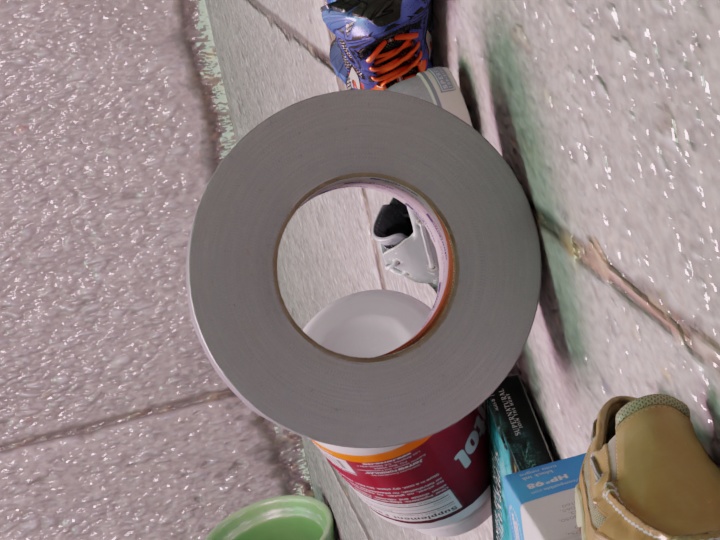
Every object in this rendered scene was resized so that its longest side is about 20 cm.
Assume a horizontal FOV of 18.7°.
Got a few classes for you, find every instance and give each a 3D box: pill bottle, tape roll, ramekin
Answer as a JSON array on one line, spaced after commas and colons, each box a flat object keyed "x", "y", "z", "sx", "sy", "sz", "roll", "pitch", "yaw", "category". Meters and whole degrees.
[{"x": 0.032, "y": 0.102, "z": 1.447, "sx": 0.200, "sy": 0.113, "sz": 0.113, "roll": 56, "pitch": -166, "yaw": -58, "category": "pill bottle"}, {"x": 0.000, "y": 0.000, "z": 1.246, "sx": 0.066, "sy": 0.200, "sz": 0.201, "roll": 159, "pitch": 98, "yaw": -84, "category": "tape roll"}, {"x": -0.121, "y": 0.419, "z": 3.126, "sx": 0.200, "sy": 0.200, "sz": 0.098, "roll": -118, "pitch": 8, "yaw": -64, "category": "ramekin"}]

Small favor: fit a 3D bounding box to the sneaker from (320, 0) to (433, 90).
[{"x": 0.023, "y": -0.135, "z": 1.397, "sx": 0.200, "sy": 0.075, "sz": 0.079, "roll": 68, "pitch": 178, "yaw": -81, "category": "sneaker"}]

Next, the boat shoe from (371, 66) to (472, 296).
[{"x": 0.040, "y": -0.034, "z": 1.384, "sx": 0.070, "sy": 0.071, "sz": 0.201, "roll": -115, "pitch": 12, "yaw": -56, "category": "boat shoe"}]

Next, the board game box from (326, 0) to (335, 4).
[{"x": -0.026, "y": -0.302, "z": 1.528, "sx": 0.200, "sy": 0.041, "sz": 0.200, "roll": 87, "pitch": 168, "yaw": -56, "category": "board game box"}]

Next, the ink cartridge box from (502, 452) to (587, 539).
[{"x": 0.132, "y": 0.181, "z": 1.077, "sx": 0.200, "sy": 0.067, "sz": 0.116, "roll": -122, "pitch": 20, "yaw": -70, "category": "ink cartridge box"}]

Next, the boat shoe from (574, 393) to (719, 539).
[{"x": 0.128, "y": 0.093, "z": 0.961, "sx": 0.200, "sy": 0.071, "sz": 0.076, "roll": -148, "pitch": 56, "yaw": -81, "category": "boat shoe"}]

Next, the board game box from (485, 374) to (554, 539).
[{"x": 0.113, "y": 0.183, "z": 1.401, "sx": 0.200, "sy": 0.028, "sz": 0.135, "roll": 83, "pitch": 171, "yaw": -45, "category": "board game box"}]
